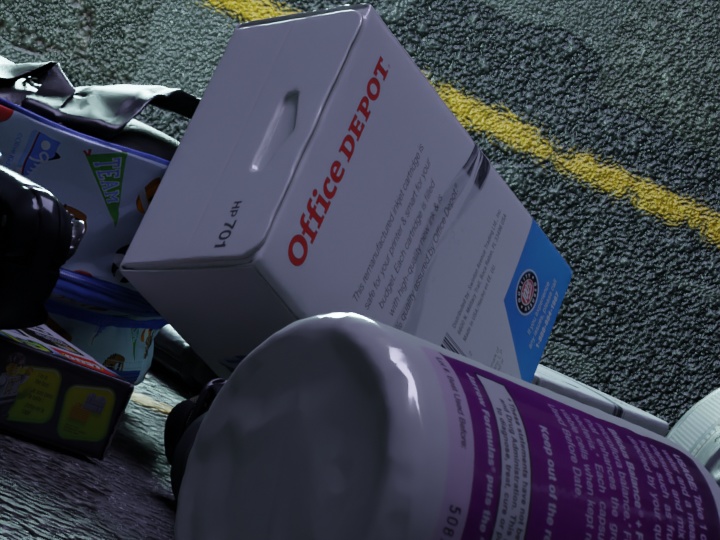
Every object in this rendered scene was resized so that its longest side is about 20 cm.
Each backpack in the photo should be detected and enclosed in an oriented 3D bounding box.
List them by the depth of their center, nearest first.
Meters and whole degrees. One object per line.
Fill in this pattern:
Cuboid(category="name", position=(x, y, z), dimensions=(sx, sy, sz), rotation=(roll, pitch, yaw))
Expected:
Cuboid(category="backpack", position=(-0.155, -0.032, 1.126), dimensions=(0.199, 0.155, 0.191), rotation=(17, -7, 12))

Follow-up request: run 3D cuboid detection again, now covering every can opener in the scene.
Cuboid(category="can opener", position=(-0.168, -0.025, 0.958), dimensions=(0.078, 0.064, 0.200), rotation=(23, 3, -29))

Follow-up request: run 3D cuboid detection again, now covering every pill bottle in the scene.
Cuboid(category="pill bottle", position=(0.049, 0.093, 0.757), dimensions=(0.199, 0.113, 0.112), rotation=(23, 2, -36))

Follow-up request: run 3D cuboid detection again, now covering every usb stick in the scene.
Cuboid(category="usb stick", position=(-0.124, 0.035, 1.437), dimensions=(0.055, 0.033, 0.200), rotation=(24, 2, -33))

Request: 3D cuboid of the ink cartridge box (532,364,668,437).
Cuboid(category="ink cartridge box", position=(0.098, 0.100, 1.635), dimensions=(0.146, 0.084, 0.200), rotation=(24, 2, 34))

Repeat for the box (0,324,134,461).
Cuboid(category="box", position=(-0.198, 0.016, 0.946), dimensions=(0.199, 0.035, 0.110), rotation=(23, 2, -37))

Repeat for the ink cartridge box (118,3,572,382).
Cuboid(category="ink cartridge box", position=(0.000, 0.000, 1.096), dimensions=(0.086, 0.147, 0.200), rotation=(-3, -39, 39))

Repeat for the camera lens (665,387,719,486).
Cuboid(category="camera lens", position=(0.215, 0.129, 1.120), dimensions=(0.159, 0.161, 0.200), rotation=(24, 2, 2))

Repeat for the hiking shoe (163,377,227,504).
Cuboid(category="hiking shoe", position=(-0.038, 0.080, 0.924), dimensions=(0.100, 0.076, 0.200), rotation=(1, -3, 22))
